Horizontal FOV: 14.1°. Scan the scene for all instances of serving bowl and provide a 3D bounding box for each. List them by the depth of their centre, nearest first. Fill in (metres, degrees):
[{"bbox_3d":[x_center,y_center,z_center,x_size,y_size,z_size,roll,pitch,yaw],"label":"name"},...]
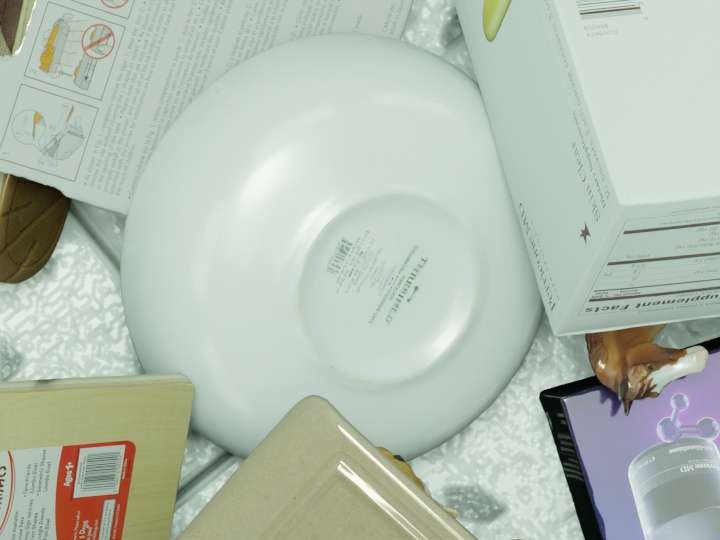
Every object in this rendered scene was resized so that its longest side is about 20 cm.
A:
[{"bbox_3d":[0.000,0.000,1.259,0.200,0.066,0.200,-5,105,-21],"label":"serving bowl"}]

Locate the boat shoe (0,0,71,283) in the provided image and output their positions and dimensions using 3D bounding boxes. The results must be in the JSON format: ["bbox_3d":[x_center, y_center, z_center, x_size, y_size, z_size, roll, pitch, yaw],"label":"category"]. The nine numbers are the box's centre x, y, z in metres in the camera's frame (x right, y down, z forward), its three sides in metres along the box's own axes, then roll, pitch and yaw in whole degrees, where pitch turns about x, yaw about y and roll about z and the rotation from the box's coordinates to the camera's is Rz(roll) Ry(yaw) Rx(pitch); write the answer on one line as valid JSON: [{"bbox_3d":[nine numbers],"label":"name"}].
[{"bbox_3d":[-0.153,-0.098,1.284,0.072,0.072,0.200,17,94,28],"label":"boat shoe"}]

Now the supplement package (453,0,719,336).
[{"bbox_3d":[0.139,-0.091,1.224,0.156,0.111,0.200,-7,61,-15],"label":"supplement package"}]

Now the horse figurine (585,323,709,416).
[{"bbox_3d":[0.133,-0.039,1.296,0.133,0.050,0.200,-24,65,-4],"label":"horse figurine"}]

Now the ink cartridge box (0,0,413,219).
[{"bbox_3d":[-0.083,-0.102,1.264,0.200,0.050,0.161,17,93,-23],"label":"ink cartridge box"}]

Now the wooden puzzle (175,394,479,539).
[{"bbox_3d":[-0.003,0.178,1.184,0.200,0.037,0.185,43,108,7],"label":"wooden puzzle"}]

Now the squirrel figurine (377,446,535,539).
[{"bbox_3d":[0.003,0.181,1.249,0.200,0.142,0.187,-44,99,3],"label":"squirrel figurine"}]

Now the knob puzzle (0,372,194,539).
[{"bbox_3d":[-0.180,0.123,1.237,0.220,0.030,0.220,-13,126,-19],"label":"knob puzzle"}]

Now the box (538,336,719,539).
[{"bbox_3d":[0.199,0.093,1.302,0.200,0.079,0.141,-18,92,-4],"label":"box"}]
